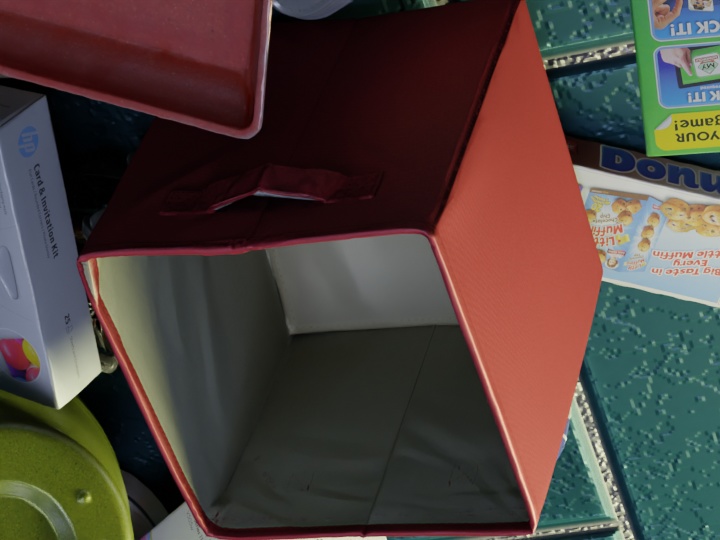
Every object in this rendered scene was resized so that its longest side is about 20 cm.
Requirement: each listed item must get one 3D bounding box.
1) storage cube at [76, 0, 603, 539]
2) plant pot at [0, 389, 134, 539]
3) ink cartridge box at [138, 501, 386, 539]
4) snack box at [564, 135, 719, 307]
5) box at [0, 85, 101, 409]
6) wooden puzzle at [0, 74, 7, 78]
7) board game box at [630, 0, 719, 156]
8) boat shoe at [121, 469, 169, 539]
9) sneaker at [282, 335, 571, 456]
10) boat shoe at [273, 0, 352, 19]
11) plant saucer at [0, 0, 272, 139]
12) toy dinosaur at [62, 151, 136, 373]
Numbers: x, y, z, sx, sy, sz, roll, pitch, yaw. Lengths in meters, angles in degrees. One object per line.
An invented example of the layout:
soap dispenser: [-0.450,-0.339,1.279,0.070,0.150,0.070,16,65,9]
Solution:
storage cube: [0.000,0.000,0.962,0.170,0.180,0.201,-4,129,23]
plant pot: [-0.197,0.135,1.055,0.200,0.201,0.193,28,170,-17]
ink cartridge box: [-0.063,0.173,1.197,0.117,0.068,0.200,6,143,-43]
snack box: [0.157,-0.020,1.045,0.199,0.024,0.072,13,134,-3]
box: [-0.228,-0.027,1.020,0.199,0.041,0.157,13,127,30]
wooden puzzle: [-0.180,-0.175,0.928,0.199,0.037,0.186,2,117,13]
board game box: [0.195,-0.107,0.735,0.199,0.029,0.135,-4,131,11]
boat shoe: [-0.187,0.141,1.202,0.074,0.086,0.202,-25,126,29]
sneaker: [0.008,0.089,1.107,0.198,0.116,0.081,20,133,-10]
boat shoe: [-0.021,-0.153,0.883,0.073,0.066,0.200,26,155,2]
plant saucer: [-0.117,-0.173,0.856,0.199,0.037,0.201,16,120,17]
toy dinosaur: [-0.161,-0.015,1.059,0.135,0.103,0.200,6,157,26]
